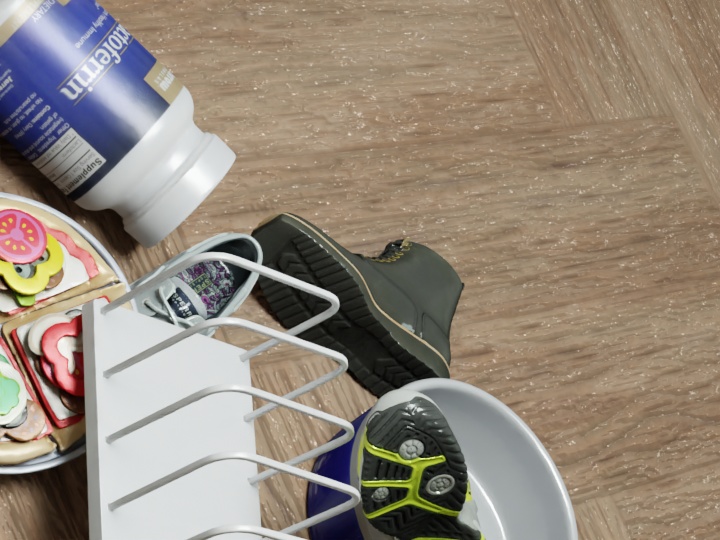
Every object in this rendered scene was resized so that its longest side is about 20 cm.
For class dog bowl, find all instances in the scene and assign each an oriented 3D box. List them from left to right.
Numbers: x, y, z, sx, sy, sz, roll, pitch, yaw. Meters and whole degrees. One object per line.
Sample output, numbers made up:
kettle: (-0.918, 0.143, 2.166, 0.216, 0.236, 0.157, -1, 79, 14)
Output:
dog bowl: (0.061, 0.184, 1.633, 0.200, 0.079, 0.200, 24, 49, -30)

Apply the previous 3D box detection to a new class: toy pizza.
toy pizza: (-0.235, 0.035, 1.457, 0.200, 0.032, 0.200, 10, 63, -21)

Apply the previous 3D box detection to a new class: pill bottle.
pill bottle: (-0.191, -0.116, 1.578, 0.200, 0.116, 0.116, 43, 42, -12)

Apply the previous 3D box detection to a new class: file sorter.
file sorter: (-0.084, 0.106, 1.424, 0.139, 0.124, 0.200, 22, 51, -42)

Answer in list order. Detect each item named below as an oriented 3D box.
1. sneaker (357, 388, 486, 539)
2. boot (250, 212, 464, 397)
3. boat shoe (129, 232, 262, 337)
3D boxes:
sneaker: (0.034, 0.138, 1.481, 0.200, 0.075, 0.076, 74, -3, -50)
boot: (0.000, 0.000, 1.718, 0.200, 0.077, 0.138, 49, 35, -26)
boat shoe: (-0.138, 0.029, 1.560, 0.070, 0.071, 0.201, 51, 43, -4)
